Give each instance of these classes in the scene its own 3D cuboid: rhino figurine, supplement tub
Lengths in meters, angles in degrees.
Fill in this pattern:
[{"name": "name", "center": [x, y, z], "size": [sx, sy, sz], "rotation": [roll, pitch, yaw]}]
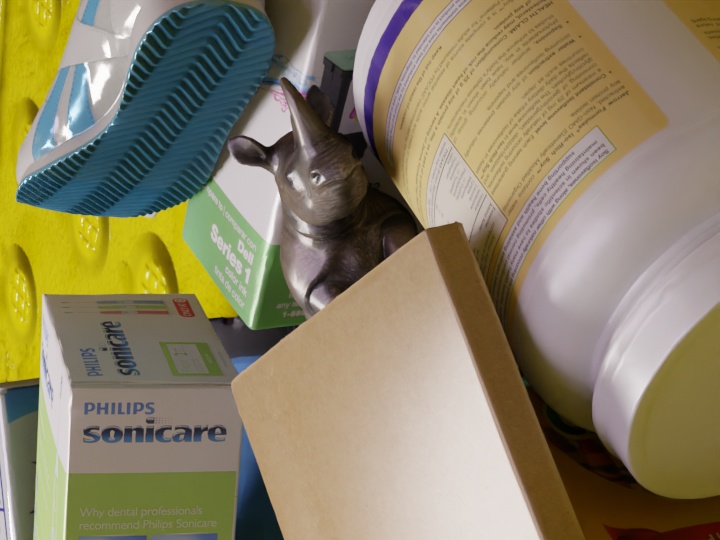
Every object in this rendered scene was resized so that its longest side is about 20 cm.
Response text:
[{"name": "rhino figurine", "center": [0.000, 0.000, 0.710], "size": [0.088, 0.060, 0.200], "rotation": [51, 170, 47]}, {"name": "supplement tub", "center": [0.098, -0.033, 0.642], "size": [0.200, 0.145, 0.146], "rotation": [58, 141, 39]}]

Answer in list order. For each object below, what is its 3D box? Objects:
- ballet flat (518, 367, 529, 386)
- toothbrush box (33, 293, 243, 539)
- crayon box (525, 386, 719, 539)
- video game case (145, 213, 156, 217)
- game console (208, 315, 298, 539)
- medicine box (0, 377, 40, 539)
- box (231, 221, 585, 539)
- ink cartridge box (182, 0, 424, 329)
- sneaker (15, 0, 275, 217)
[{"name": "ballet flat", "center": [0.053, 0.077, 0.828], "size": [0.070, 0.069, 0.200], "rotation": [65, 146, 30]}, {"name": "toothbrush box", "center": [-0.116, 0.126, 0.879], "size": [0.146, 0.086, 0.201], "rotation": [-133, 45, -69]}, {"name": "crayon box", "center": [0.113, 0.105, 0.647], "size": [0.200, 0.126, 0.051], "rotation": [56, 132, 36]}, {"name": "video game case", "center": [-0.094, -0.140, 1.047], "size": [0.200, 0.018, 0.144], "rotation": [132, 144, -53]}, {"name": "game console", "center": [-0.055, 0.125, 0.919], "size": [0.172, 0.118, 0.201], "rotation": [-178, 82, -85]}, {"name": "medicine box", "center": [-0.135, 0.157, 1.048], "size": [0.103, 0.181, 0.201], "rotation": [-5, 91, 60]}, {"name": "box", "center": [0.025, 0.105, 0.628], "size": [0.163, 0.021, 0.201], "rotation": [-38, 68, 54]}, {"name": "ink cartridge box", "center": [0.016, -0.084, 0.777], "size": [0.084, 0.144, 0.201], "rotation": [51, 136, 45]}, {"name": "sneaker", "center": [-0.094, -0.086, 0.761], "size": [0.200, 0.076, 0.081], "rotation": [-42, 49, 49]}]
